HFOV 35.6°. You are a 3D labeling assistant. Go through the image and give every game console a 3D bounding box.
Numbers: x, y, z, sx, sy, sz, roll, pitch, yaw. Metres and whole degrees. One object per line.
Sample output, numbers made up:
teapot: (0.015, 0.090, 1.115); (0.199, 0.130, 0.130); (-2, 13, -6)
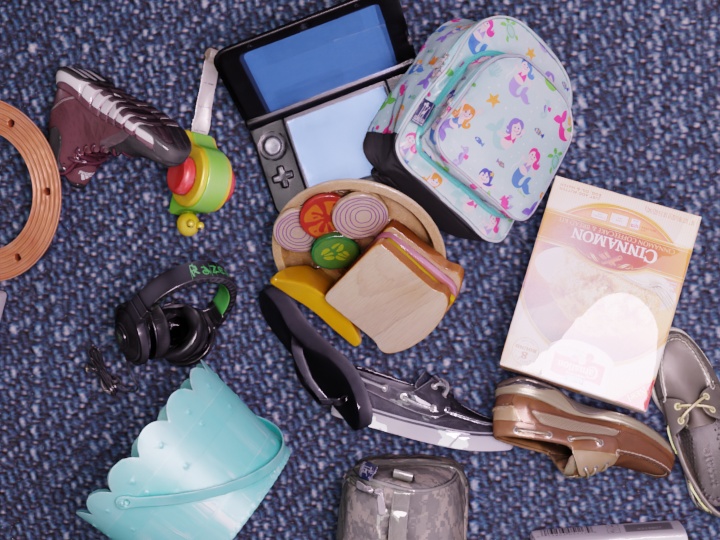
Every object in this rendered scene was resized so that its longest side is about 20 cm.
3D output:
game console: (-0.027, -0.167, 1.163); (0.198, 0.116, 0.178); (-19, 89, 5)

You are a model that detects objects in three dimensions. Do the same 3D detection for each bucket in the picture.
bucket: (-0.175, 0.209, 1.144); (0.134, 0.207, 0.208); (39, 94, -4)

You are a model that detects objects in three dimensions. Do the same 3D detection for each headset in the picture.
headset: (-0.219, 0.057, 1.192); (0.200, 0.123, 0.094); (-48, 61, 21)

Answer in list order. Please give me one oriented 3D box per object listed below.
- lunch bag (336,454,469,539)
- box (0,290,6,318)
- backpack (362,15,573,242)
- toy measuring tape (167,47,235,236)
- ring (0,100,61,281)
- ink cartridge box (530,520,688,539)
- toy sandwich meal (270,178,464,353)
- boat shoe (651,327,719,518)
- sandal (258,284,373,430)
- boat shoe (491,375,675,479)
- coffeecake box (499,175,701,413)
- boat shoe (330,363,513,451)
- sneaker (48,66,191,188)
lunch bag: (0.042, 0.289, 1.138); (0.137, 0.168, 0.203); (2, 91, 5)
box: (-0.514, 0.093, 1.203); (0.196, 0.131, 0.203); (16, 92, 5)
backpack: (0.121, -0.151, 1.118); (0.177, 0.150, 0.201); (39, 73, -27)
toy measuring tape: (-0.160, -0.134, 1.196); (0.073, 0.074, 0.203); (13, 92, 5)
ring: (-0.411, -0.088, 1.229); (0.198, 0.019, 0.203); (2, 98, 16)
ink cartridge box: (0.268, 0.372, 1.185); (0.160, 0.057, 0.203); (-5, 99, 5)
toy sandwich meal: (0.000, 0.000, 1.148); (0.202, 0.071, 0.207); (6, 129, 7)
boat shoe: (0.351, 0.158, 1.162); (0.071, 0.060, 0.204); (-17, 89, 5)
sandal: (-0.054, 0.097, 1.162); (0.043, 0.077, 0.200); (-27, 51, -23)
boat shoe: (0.222, 0.178, 1.151); (0.198, 0.076, 0.075); (21, 66, -4)
coffeecake box: (0.242, 0.026, 1.146); (0.152, 0.073, 0.203); (17, 85, 10)
boat shoe: (0.069, 0.141, 1.186); (0.197, 0.072, 0.069); (13, 93, 12)
sneaker: (-0.265, -0.128, 1.196); (0.199, 0.075, 0.117); (35, 109, 32)
